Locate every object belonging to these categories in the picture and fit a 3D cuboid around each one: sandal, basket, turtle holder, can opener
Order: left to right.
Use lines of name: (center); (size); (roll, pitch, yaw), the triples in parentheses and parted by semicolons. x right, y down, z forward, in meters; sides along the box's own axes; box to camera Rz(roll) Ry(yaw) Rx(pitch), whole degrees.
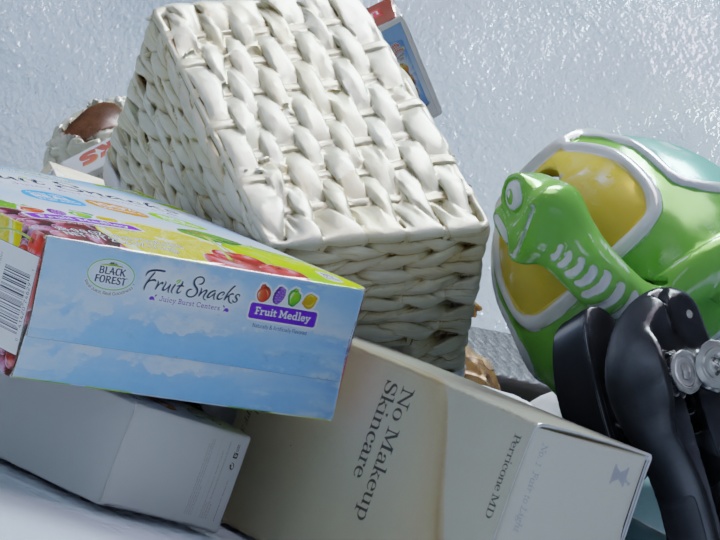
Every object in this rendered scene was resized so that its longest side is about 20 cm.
basket: (-0.031, -0.033, 1.401); (0.135, 0.124, 0.200); (-5, 46, -24)
sandal: (0.029, 0.053, 1.549); (0.200, 0.043, 0.076); (17, 24, -26)
turtle holder: (0.118, 0.005, 1.343); (0.185, 0.141, 0.132); (-18, 62, -44)
can opener: (0.149, 0.103, 1.223); (0.063, 0.201, 0.079); (-16, -9, -34)

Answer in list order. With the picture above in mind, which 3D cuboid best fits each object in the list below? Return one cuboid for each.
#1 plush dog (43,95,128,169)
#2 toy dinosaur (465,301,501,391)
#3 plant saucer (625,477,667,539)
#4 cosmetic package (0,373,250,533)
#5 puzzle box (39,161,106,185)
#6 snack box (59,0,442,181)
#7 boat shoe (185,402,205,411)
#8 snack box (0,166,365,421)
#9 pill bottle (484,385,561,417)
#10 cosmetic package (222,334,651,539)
plush dog: (-0.169, 0.000, 1.728); (0.161, 0.200, 0.172); (53, 9, -4)
toy dinosaur: (0.000, 0.000, 1.496); (0.200, 0.061, 0.106); (28, 28, 12)
plant saucer: (0.181, 0.121, 1.339); (0.200, 0.027, 0.200); (17, 14, -5)
cosmetic package: (-0.150, 0.057, 1.268); (0.200, 0.051, 0.082); (21, 2, 38)
puzzle box: (-0.120, 0.023, 1.535); (0.200, 0.133, 0.025); (20, 28, -38)
snack box: (-0.057, -0.071, 1.522); (0.072, 0.200, 0.024); (65, -3, -38)
boat shoe: (-0.103, 0.067, 1.426); (0.072, 0.065, 0.200); (33, 19, -3)
snack box: (-0.125, 0.002, 1.251); (0.168, 0.068, 0.200); (10, 7, -39)
pill bottle: (0.129, 0.126, 1.465); (0.200, 0.111, 0.111); (20, 1, -27)
cosmetic package: (0.025, 0.095, 1.249); (0.073, 0.104, 0.200); (18, 0, -37)
